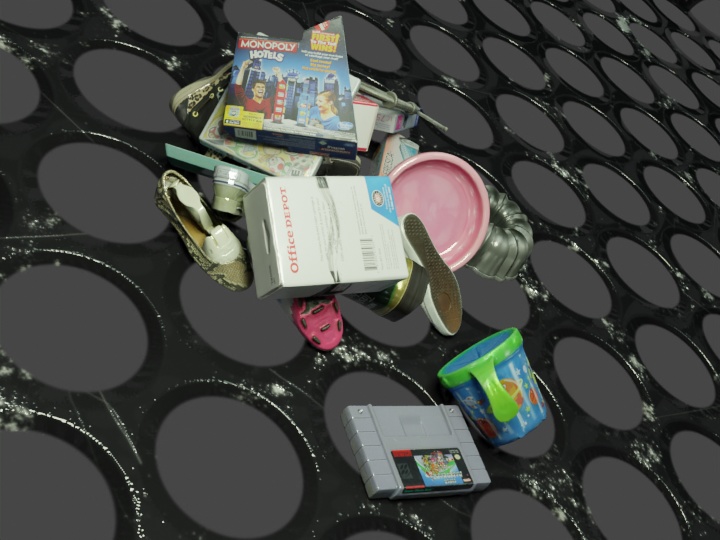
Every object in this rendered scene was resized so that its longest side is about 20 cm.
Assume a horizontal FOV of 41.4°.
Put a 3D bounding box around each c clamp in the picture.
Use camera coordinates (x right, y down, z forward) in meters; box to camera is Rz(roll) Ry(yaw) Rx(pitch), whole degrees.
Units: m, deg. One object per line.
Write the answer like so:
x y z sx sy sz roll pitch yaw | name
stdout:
0.049 -0.290 1.601 0.169 0.027 0.199 31 13 20 | c clamp

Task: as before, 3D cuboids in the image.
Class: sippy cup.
0.197 0.173 1.364 0.177 0.139 0.132 -33 93 -49 | sippy cup

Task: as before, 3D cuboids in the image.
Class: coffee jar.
0.000 0.000 1.405 0.197 0.104 0.087 26 65 -14 | coffee jar

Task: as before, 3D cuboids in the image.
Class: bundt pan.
0.228 -0.082 1.707 0.199 0.076 0.204 22 39 -19 | bundt pan

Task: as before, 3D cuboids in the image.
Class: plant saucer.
0.111 -0.092 1.550 0.197 0.204 0.051 22 6 -18 | plant saucer
-0.192 -0.141 1.403 0.196 0.070 0.019 17 81 -1 | plant saucer

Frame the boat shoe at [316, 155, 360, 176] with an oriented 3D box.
-0.086 -0.165 1.545 0.196 0.072 0.066 7 52 -31 | boat shoe

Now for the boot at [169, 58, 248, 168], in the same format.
-0.185 -0.247 1.487 0.197 0.073 0.152 -26 68 -9 | boot

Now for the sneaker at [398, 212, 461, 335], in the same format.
0.093 0.011 1.500 0.072 0.084 0.203 -30 98 -41 | sneaker

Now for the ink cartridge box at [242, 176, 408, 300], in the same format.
-0.048 -0.045 1.280 0.196 0.084 0.148 -3 76 -32 | ink cartridge box

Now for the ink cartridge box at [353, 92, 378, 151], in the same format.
-0.086 -0.275 1.583 0.142 0.086 0.200 1 25 -36 | ink cartridge box

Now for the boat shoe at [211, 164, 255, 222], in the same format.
-0.184 -0.101 1.348 0.071 0.063 0.200 16 -4 3 | boat shoe

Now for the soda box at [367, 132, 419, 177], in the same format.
0.052 -0.158 1.653 0.067 0.064 0.202 27 38 -12 | soda box

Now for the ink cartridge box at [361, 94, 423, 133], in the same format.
0.036 -0.286 1.732 0.117 0.043 0.200 16 19 14 | ink cartridge box

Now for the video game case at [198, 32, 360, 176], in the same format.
-0.119 -0.240 1.435 0.179 0.023 0.203 25 73 5 | video game case

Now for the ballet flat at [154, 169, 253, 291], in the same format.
-0.217 -0.059 1.313 0.067 0.076 0.201 -33 74 -28 | ballet flat

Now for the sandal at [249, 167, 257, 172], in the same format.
-0.084 -0.113 1.486 0.197 0.045 0.076 23 51 -30 | sandal

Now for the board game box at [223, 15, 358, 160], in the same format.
-0.090 -0.279 1.406 0.195 0.062 0.204 8 71 -1 | board game box

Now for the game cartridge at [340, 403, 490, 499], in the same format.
0.077 0.241 1.276 0.197 0.039 0.131 6 43 -36 | game cartridge

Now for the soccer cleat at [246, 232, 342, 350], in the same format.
-0.092 0.022 1.340 0.069 0.086 0.202 -34 96 -18 | soccer cleat
